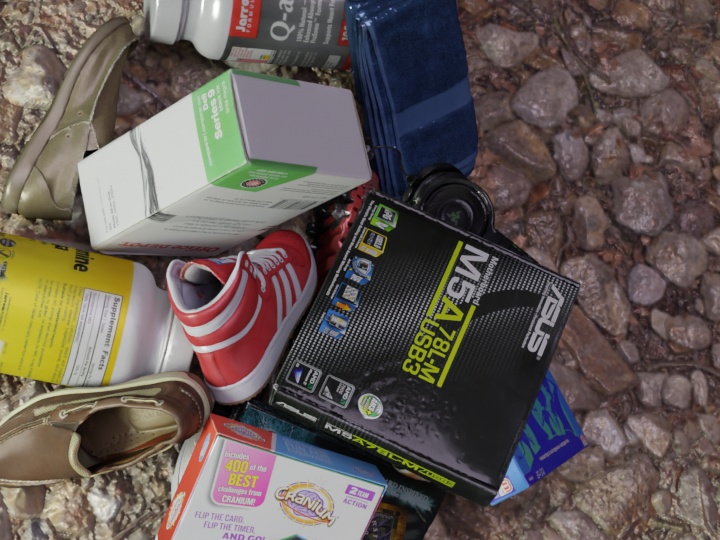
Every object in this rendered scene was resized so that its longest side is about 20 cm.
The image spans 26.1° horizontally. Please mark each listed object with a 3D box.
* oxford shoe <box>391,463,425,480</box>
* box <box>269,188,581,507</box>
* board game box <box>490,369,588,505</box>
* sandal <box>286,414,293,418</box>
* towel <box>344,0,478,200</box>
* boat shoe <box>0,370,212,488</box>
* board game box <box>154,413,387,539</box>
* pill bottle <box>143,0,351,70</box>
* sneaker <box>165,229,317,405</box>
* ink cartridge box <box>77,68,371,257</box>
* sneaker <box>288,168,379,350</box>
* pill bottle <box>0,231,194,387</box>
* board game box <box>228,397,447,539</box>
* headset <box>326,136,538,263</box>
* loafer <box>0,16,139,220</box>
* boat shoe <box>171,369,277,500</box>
[{"bbox_3d":[0.028,0.081,1.280,0.058,0.075,0.200,-2,68,-58],"label":"oxford shoe"},{"bbox_3d":[0.054,0.059,1.241,0.193,0.048,0.200,25,65,4],"label":"box"},{"bbox_3d":[0.113,0.090,1.360,0.200,0.045,0.152,62,28,6],"label":"board game box"},{"bbox_3d":[0.002,0.119,1.330,0.200,0.075,0.048,-25,52,-31],"label":"sandal"},{"bbox_3d":[0.051,-0.161,1.397,0.111,0.049,0.200,-26,123,-22],"label":"towel"},{"bbox_3d":[-0.220,0.131,1.228,0.202,0.075,0.075,-21,103,16],"label":"boat shoe"},{"bbox_3d":[-0.087,0.230,1.243,0.153,0.040,0.200,20,102,-21],"label":"board game box"},{"bbox_3d":[-0.090,-0.244,1.400,0.199,0.116,0.116,2,74,-16],"label":"pill bottle"},{"bbox_3d":[-0.096,0.003,1.278,0.200,0.071,0.113,-72,146,-49],"label":"sneaker"},{"bbox_3d":[-0.115,-0.082,1.281,0.146,0.200,0.084,3,69,-49],"label":"ink cartridge box"},{"bbox_3d":[0.000,0.000,1.384,0.098,0.071,0.201,18,65,-21],"label":"sneaker"},{"bbox_3d":[-0.237,0.038,1.278,0.199,0.112,0.113,13,72,-14],"label":"pill bottle"},{"bbox_3d":[-0.040,0.199,1.287,0.200,0.028,0.136,26,96,-22],"label":"board game box"},{"bbox_3d":[0.066,-0.043,1.351,0.200,0.124,0.094,38,95,-17],"label":"headset"},{"bbox_3d":[-0.240,-0.127,1.349,0.067,0.076,0.200,29,79,-8],"label":"loafer"},{"bbox_3d":[-0.108,0.142,1.313,0.072,0.066,0.201,20,71,-11],"label":"boat shoe"}]
